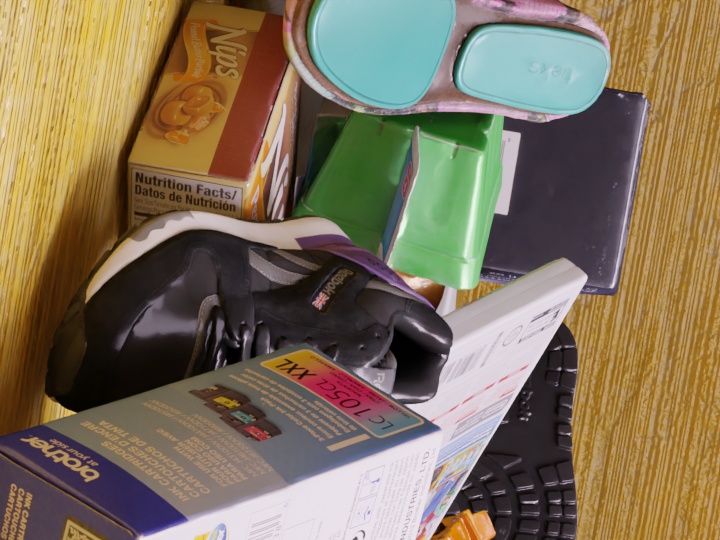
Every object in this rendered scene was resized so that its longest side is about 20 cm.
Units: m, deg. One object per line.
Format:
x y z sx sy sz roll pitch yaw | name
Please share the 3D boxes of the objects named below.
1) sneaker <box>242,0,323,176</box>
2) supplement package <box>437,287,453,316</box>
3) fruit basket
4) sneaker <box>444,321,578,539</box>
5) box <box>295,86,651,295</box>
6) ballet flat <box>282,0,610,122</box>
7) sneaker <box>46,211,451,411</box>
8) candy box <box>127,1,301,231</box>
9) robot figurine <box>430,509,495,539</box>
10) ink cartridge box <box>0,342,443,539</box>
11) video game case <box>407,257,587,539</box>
-0.027 -0.151 1.354 0.089 0.075 0.201 -99 -161 -62 | sneaker
-0.012 0.077 1.537 0.200 0.109 0.114 90 12 -60 | supplement package
0.000 0.000 1.302 0.185 0.093 0.201 -71 -175 -63 | fruit basket
0.082 0.127 1.591 0.088 0.075 0.201 103 1 -58 | sneaker
0.071 -0.057 1.745 0.198 0.199 0.124 9 91 -84 | box
0.024 -0.104 1.219 0.199 0.071 0.069 4 114 -46 | ballet flat
-0.033 0.026 1.089 0.200 0.087 0.076 -14 130 -56 | sneaker
-0.064 -0.001 1.236 0.116 0.055 0.201 -75 171 -49 | candy box
0.000 0.199 1.506 0.058 0.199 0.146 -38 103 -51 | robot figurine
-0.070 0.116 0.976 0.200 0.076 0.137 -17 127 -52 | ink cartridge box
0.021 0.090 1.299 0.143 0.018 0.201 -24 148 -57 | video game case
